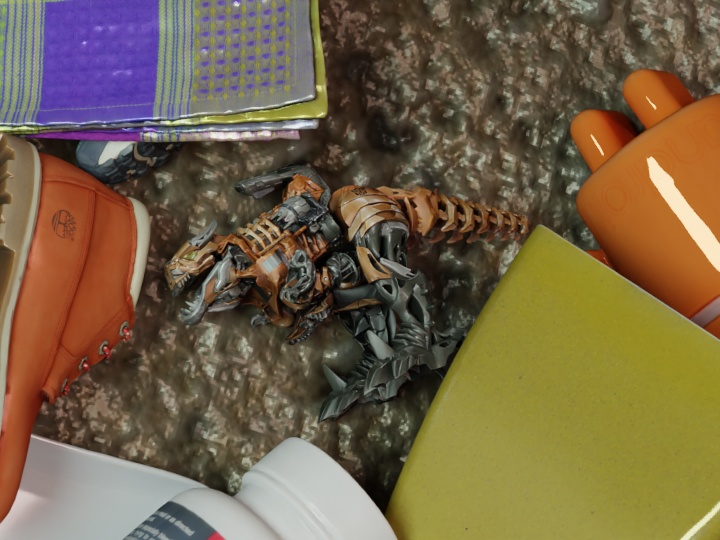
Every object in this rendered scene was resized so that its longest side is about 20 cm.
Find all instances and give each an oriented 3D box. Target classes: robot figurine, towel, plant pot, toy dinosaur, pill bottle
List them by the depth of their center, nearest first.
[{"bbox_3d":[-0.080,0.178,0.883,0.200,0.119,0.120,-40,104,-21],"label":"pill bottle"},{"bbox_3d":[-0.112,-0.135,0.905,0.199,0.023,0.144,0,77,7],"label":"towel"},{"bbox_3d":[0.132,0.133,0.942,0.176,0.200,0.200,-47,140,-8],"label":"plant pot"},{"bbox_3d":[0.000,0.000,0.975,0.199,0.102,0.136,-19,79,-1],"label":"toy dinosaur"},{"bbox_3d":[0.200,-0.018,1.028,0.144,0.117,0.200,-30,79,-16],"label":"robot figurine"}]

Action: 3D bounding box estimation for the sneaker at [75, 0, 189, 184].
[{"bbox_3d":[-0.099,-0.138,0.953,0.086,0.078,0.200,32,79,4],"label":"sneaker"}]

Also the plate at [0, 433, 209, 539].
[{"bbox_3d":[-0.193,0.178,0.915,0.199,0.032,0.200,20,81,-22],"label":"plate"}]

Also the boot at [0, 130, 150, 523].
[{"bbox_3d":[-0.157,0.042,0.891,0.107,0.075,0.201,22,73,-42],"label":"boot"}]
